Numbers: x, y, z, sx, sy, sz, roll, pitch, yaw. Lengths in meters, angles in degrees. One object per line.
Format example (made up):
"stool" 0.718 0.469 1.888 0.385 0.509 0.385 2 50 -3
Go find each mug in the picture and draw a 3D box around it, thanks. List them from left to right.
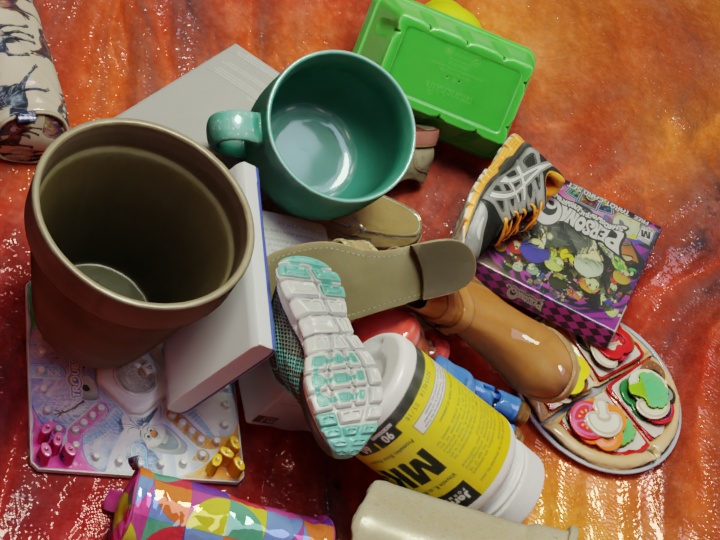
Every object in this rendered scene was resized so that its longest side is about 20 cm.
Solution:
"mug" -0.049 -0.134 1.687 0.185 0.114 0.152 34 69 -11

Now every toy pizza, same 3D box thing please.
"toy pizza" 0.252 0.120 1.814 0.199 0.032 0.201 14 51 -18

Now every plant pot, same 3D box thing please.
"plant pot" -0.213 -0.004 1.542 0.199 0.174 0.201 13 51 -17
"plant pot" 0.067 0.279 1.515 0.183 0.201 0.201 24 48 5

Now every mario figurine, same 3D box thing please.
"mario figurine" 0.064 0.116 1.710 0.200 0.106 0.123 36 5 -10

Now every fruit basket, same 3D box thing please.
"fruit basket" 0.087 -0.228 1.940 0.215 0.156 0.216 22 5 -2

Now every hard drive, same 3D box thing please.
"hard drive" -0.135 0.015 1.596 0.025 0.132 0.201 23 46 -38

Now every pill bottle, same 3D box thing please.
"pill bottle" 0.069 0.156 1.590 0.200 0.114 0.115 39 45 -24

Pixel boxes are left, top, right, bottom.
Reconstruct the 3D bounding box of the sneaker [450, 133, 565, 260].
"sneaker" 0.154 -0.069 1.821 0.077 0.078 0.200 31 48 6

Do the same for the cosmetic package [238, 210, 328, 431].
"cosmetic package" -0.070 0.048 1.661 0.101 0.074 0.201 10 52 -39

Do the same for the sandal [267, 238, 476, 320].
"sandal" 0.000 0.006 1.649 0.211 0.070 0.078 -6 93 -11

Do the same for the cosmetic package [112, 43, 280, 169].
"cosmetic package" -0.157 -0.137 1.752 0.107 0.090 0.200 37 50 19

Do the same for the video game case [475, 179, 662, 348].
"video game case" 0.209 -0.027 1.876 0.199 0.036 0.181 27 48 6

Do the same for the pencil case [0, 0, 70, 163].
"pencil case" -0.350 -0.205 1.719 0.089 0.078 0.201 6 53 -41

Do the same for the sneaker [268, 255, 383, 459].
"sneaker" -0.039 0.088 1.532 0.077 0.091 0.201 4 50 -26

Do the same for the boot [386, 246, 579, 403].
"boot" 0.113 0.053 1.706 0.155 0.074 0.200 27 9 -48

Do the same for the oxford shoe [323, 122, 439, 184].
"oxford shoe" 0.001 -0.112 1.822 0.199 0.075 0.070 -7 20 -35

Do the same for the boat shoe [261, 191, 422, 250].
"boat shoe" -0.020 -0.064 1.782 0.199 0.076 0.072 7 53 -22

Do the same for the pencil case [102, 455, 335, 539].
"pencil case" -0.123 0.229 1.513 0.199 0.088 0.089 19 50 -14

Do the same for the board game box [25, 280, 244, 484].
"board game box" -0.207 0.097 1.604 0.199 0.026 0.201 7 54 -23
